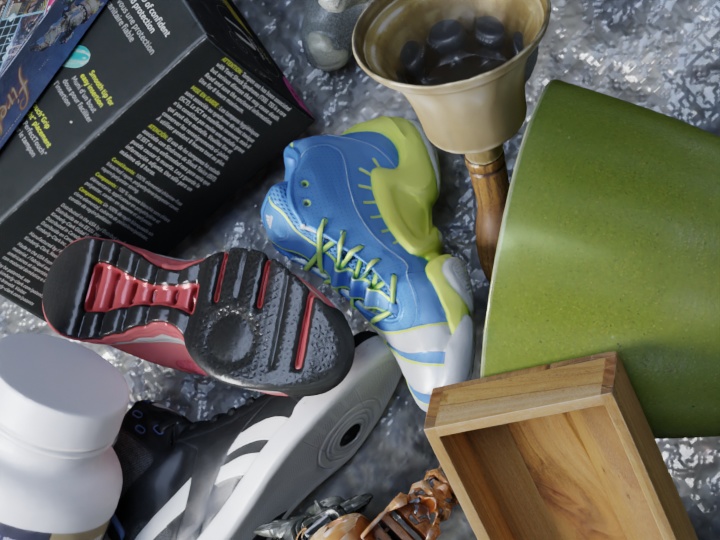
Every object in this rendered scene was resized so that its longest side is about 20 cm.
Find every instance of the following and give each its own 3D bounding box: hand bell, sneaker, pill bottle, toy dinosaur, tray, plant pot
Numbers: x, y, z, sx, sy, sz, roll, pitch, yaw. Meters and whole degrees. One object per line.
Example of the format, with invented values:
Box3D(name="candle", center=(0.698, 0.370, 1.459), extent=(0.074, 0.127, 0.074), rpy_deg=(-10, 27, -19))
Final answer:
Box3D(name="hand bell", center=(0.068, -0.053, 1.375), extent=(0.104, 0.200, 0.104), rpy_deg=(-10, 40, 8))
Box3D(name="sneaker", center=(-0.078, 0.025, 1.439), extent=(0.200, 0.087, 0.074), rpy_deg=(14, 84, 31))
Box3D(name="pill bottle", center=(-0.198, 0.140, 1.442), extent=(0.111, 0.111, 0.200), rpy_deg=(36, 118, 27))
Box3D(name="sneaker", center=(0.000, 0.000, 1.415), extent=(0.105, 0.076, 0.200), rpy_deg=(-1, 48, -12))
Box3D(name="toy dinosaur", center=(-0.001, 0.168, 1.363), extent=(0.200, 0.136, 0.102), rpy_deg=(-24, 87, -2))
Box3D(name="tray", center=(0.115, 0.133, 1.308), extent=(0.098, 0.200, 0.037), rpy_deg=(-12, 34, 21))
Box3D(name="sneaker", center=(-0.075, 0.090, 1.459), extent=(0.112, 0.073, 0.200), rpy_deg=(43, 96, 27))
Box3D(name="plant pot", center=(0.180, 0.010, 1.325), extent=(0.199, 0.187, 0.188), rpy_deg=(10, 81, 11))

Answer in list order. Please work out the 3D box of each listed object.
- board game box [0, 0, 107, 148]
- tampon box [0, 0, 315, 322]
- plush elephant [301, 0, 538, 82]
Box3D(name="board game box", center=(-0.203, -0.170, 1.460), extent=(0.135, 0.035, 0.200), rpy_deg=(36, 89, 37))
Box3D(name="tampon box", center=(-0.159, -0.093, 1.501), extent=(0.200, 0.126, 0.150), rpy_deg=(-40, 55, 10))
Box3D(name="plush elephant", center=(0.034, -0.179, 1.422), extent=(0.199, 0.155, 0.165), rpy_deg=(-11, 116, 6))
